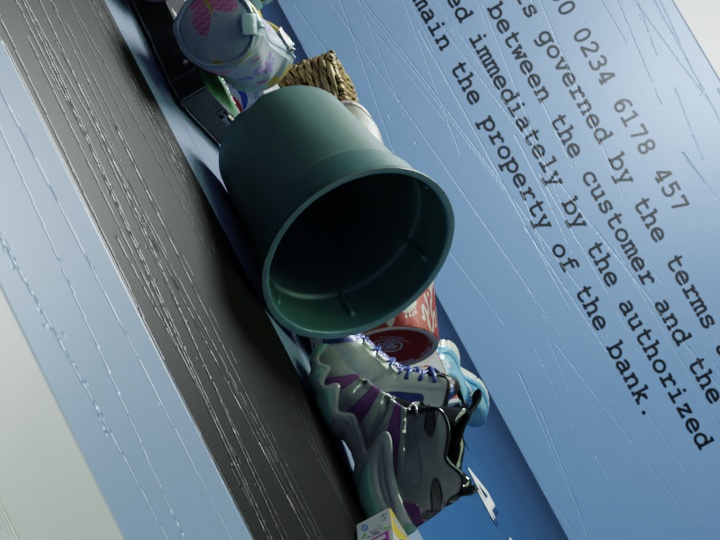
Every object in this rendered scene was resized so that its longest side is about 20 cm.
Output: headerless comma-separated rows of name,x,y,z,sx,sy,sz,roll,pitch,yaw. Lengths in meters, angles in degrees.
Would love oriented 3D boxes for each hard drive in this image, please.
hard drive,-0.193,-0.239,1.495,0.200,0.038,0.140,63,6,22

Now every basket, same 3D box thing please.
basket,-0.073,-0.199,1.897,0.200,0.149,0.143,35,37,-82

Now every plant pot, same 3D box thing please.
plant pot,-0.039,-0.072,1.357,0.196,0.200,0.200,57,2,43

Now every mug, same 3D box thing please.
mug,0.003,0.005,1.577,0.134,0.177,0.200,85,-2,-61

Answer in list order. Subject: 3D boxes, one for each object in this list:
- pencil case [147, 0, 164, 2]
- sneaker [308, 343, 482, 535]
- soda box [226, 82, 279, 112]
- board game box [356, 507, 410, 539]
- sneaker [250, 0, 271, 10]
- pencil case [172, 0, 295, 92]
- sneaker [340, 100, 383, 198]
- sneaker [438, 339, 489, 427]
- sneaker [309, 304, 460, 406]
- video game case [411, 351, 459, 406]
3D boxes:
pencil case,-0.233,-0.341,1.355,0.088,0.087,0.200,63,9,22
sneaker,0.044,0.133,1.259,0.200,0.140,0.078,64,7,23
soda box,-0.144,-0.224,1.699,0.068,0.063,0.200,58,6,-12
board game box,0.062,0.309,1.119,0.200,0.034,0.134,59,7,-18
sneaker,-0.165,-0.341,1.746,0.080,0.130,0.200,59,7,-29
pencil case,-0.128,-0.237,1.429,0.200,0.091,0.083,-1,102,-81
sneaker,0.008,-0.106,1.503,0.088,0.081,0.200,126,-45,-57
sneaker,0.149,0.203,2.241,0.200,0.078,0.090,52,29,-40
sneaker,0.035,0.115,1.395,0.200,0.115,0.081,62,5,6
video game case,0.033,0.078,1.644,0.143,0.017,0.200,-3,64,-50
